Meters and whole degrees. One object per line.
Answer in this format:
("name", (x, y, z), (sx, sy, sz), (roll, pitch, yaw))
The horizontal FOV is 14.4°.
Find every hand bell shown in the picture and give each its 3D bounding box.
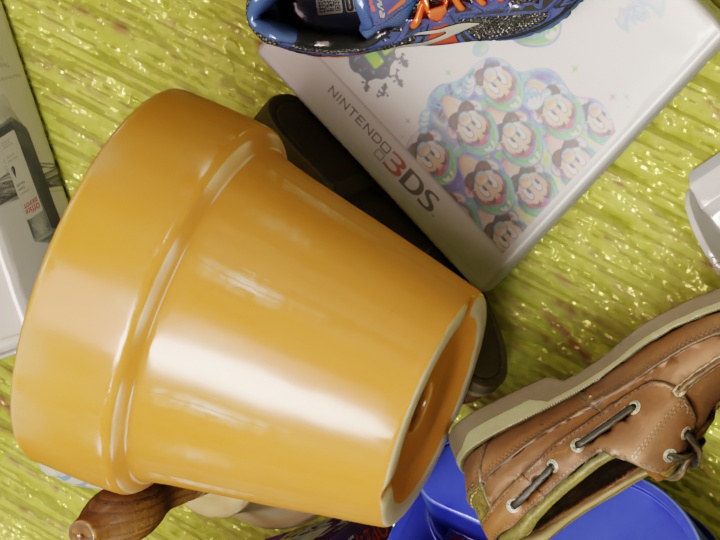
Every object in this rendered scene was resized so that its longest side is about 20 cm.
("hand bell", (-0.096, 0.115, 1.511), (0.104, 0.200, 0.104), (6, 105, 25))

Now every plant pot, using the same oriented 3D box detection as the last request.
("plant pot", (-0.045, 0.035, 1.406), (0.183, 0.200, 0.200), (22, 111, 14))

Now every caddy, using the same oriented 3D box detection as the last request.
("caddy", (0.099, 0.166, 1.472), (0.200, 0.105, 0.142), (21, 76, 22))

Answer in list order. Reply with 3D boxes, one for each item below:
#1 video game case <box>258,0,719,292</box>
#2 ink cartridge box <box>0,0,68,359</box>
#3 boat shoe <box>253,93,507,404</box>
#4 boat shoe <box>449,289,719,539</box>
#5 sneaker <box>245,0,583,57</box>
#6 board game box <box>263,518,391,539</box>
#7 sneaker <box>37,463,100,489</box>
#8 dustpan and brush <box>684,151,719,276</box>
("video game case", (0.066, -0.119, 1.476), (0.182, 0.024, 0.200), (47, 117, 10))
("ink cartridge box", (-0.249, -0.041, 1.620), (0.146, 0.085, 0.200), (-16, 92, 29))
("boat shoe", (0.000, 0.000, 1.517), (0.068, 0.072, 0.200), (-48, 69, 31))
("boat shoe", (0.142, 0.072, 1.386), (0.200, 0.072, 0.068), (-31, 61, 21))
("sneaker", (0.029, -0.140, 1.432), (0.200, 0.078, 0.075), (-14, 96, 29))
("board game box", (-0.075, 0.178, 1.515), (0.120, 0.200, 0.032), (-15, 95, 29))
("sneaker", (-0.122, 0.025, 1.569), (0.072, 0.072, 0.200), (27, 99, 46))
("dustpan and brush", (0.253, 0.009, 1.389), (0.140, 0.057, 0.200), (-35, 85, 29))
